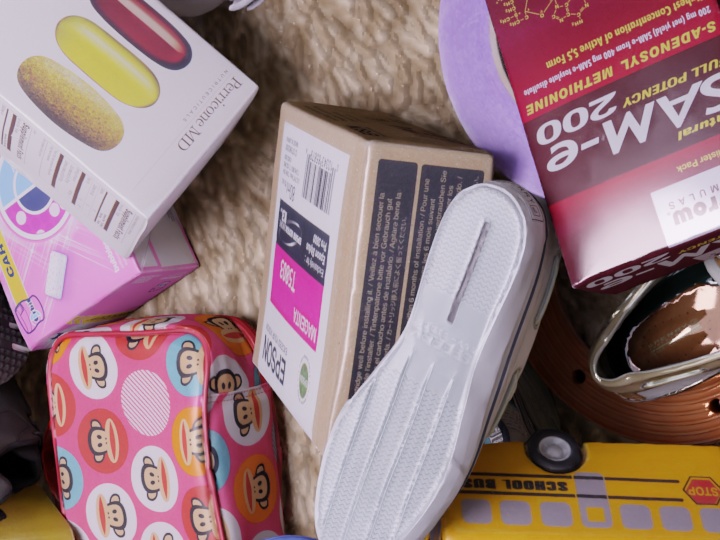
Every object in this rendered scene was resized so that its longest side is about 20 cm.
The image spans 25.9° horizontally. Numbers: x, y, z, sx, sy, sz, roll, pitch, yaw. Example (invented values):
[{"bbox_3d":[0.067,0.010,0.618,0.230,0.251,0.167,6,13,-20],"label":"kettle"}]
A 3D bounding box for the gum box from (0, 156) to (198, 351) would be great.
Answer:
[{"bbox_3d":[-0.205,-0.064,1.062,0.113,0.066,0.202,-31,78,29],"label":"gum box"}]

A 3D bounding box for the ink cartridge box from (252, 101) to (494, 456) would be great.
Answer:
[{"bbox_3d":[0.000,0.000,0.869,0.200,0.074,0.167,-145,62,-71],"label":"ink cartridge box"}]

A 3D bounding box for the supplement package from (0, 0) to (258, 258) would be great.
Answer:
[{"bbox_3d":[-0.177,-0.121,0.949,0.199,0.114,0.109,39,161,-5],"label":"supplement package"}]

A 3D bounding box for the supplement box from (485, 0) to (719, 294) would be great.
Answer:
[{"bbox_3d":[0.126,-0.102,0.731,0.108,0.061,0.202,-23,76,28],"label":"supplement box"}]

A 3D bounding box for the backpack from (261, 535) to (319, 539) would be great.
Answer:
[{"bbox_3d":[-0.024,0.248,0.904,0.182,0.147,0.200,-37,107,28],"label":"backpack"}]

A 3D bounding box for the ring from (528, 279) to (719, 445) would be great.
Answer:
[{"bbox_3d":[0.167,-0.005,0.858,0.198,0.019,0.203,3,95,33],"label":"ring"}]

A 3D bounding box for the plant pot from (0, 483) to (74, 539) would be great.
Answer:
[{"bbox_3d":[-0.328,0.225,1.066,0.200,0.175,0.202,35,115,51],"label":"plant pot"}]

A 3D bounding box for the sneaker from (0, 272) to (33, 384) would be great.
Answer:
[{"bbox_3d":[-0.279,0.008,1.086,0.080,0.074,0.202,-34,49,20],"label":"sneaker"}]

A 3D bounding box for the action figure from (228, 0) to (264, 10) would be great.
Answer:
[{"bbox_3d":[-0.053,-0.210,0.872,0.069,0.199,0.132,0,94,33],"label":"action figure"}]

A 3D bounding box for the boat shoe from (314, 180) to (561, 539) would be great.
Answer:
[{"bbox_3d":[0.047,0.056,0.750,0.073,0.066,0.202,37,108,33],"label":"boat shoe"}]

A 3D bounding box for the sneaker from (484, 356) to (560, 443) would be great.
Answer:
[{"bbox_3d":[0.091,0.136,0.879,0.078,0.086,0.201,-42,72,29],"label":"sneaker"}]

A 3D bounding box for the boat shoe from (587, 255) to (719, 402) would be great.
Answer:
[{"bbox_3d":[0.200,0.006,0.786,0.200,0.068,0.075,-42,73,27],"label":"boat shoe"}]

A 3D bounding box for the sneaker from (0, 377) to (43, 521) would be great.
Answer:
[{"bbox_3d":[-0.253,0.110,1.057,0.090,0.201,0.077,13,119,-3],"label":"sneaker"}]

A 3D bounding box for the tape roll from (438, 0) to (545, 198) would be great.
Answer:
[{"bbox_3d":[0.145,-0.127,0.806,0.198,0.085,0.203,-3,85,31],"label":"tape roll"}]

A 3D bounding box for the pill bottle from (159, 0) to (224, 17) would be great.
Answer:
[{"bbox_3d":[-0.166,-0.246,0.994,0.199,0.112,0.113,29,109,27],"label":"pill bottle"}]

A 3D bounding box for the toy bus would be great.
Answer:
[{"bbox_3d":[0.134,0.132,0.795,0.197,0.079,0.066,3,129,-5],"label":"toy bus"}]

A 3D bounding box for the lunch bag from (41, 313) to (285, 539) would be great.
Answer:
[{"bbox_3d":[-0.138,0.132,1.029,0.174,0.082,0.203,-3,93,33],"label":"lunch bag"}]
